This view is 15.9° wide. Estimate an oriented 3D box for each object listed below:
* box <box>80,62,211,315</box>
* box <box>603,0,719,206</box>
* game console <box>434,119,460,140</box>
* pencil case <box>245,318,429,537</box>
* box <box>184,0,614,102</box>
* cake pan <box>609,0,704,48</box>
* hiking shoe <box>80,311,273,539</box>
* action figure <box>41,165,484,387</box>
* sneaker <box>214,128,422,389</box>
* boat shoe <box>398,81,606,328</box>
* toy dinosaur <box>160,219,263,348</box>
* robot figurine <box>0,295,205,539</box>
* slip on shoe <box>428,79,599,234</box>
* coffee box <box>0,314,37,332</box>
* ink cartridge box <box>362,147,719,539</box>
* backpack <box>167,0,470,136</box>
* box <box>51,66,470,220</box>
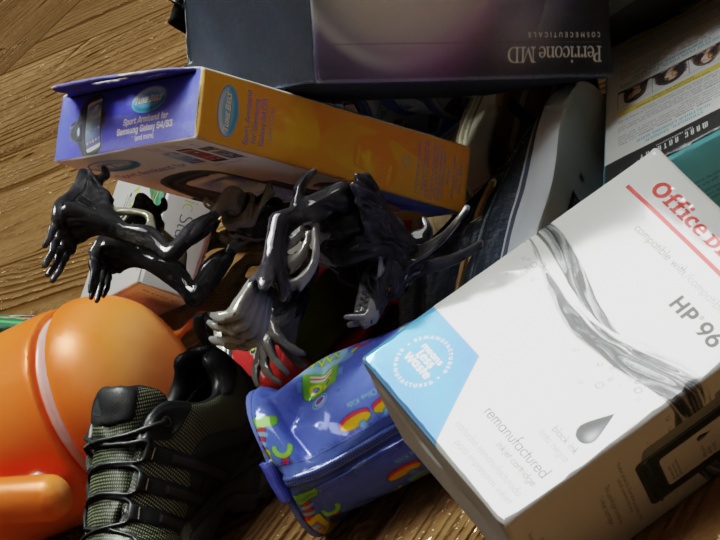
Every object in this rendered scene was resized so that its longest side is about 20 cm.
[{"bbox_3d":[-0.112,-0.044,1.484,0.200,0.036,0.145,160,128,-72],"label":"box"},{"bbox_3d":[0.176,-0.082,1.360,0.082,0.049,0.200,-27,20,17],"label":"box"},{"bbox_3d":[0.025,-0.072,1.630,0.200,0.118,0.171,-40,51,-18],"label":"game console"},{"bbox_3d":[0.041,0.051,1.202,0.200,0.078,0.087,-29,3,16],"label":"pencil case"},{"bbox_3d":[0.017,-0.189,1.320,0.200,0.199,0.123,-5,2,-37],"label":"box"},{"bbox_3d":[0.186,-0.168,1.447,0.200,0.037,0.200,-24,-9,-4],"label":"cake pan"},{"bbox_3d":[-0.115,0.110,1.274,0.076,0.101,0.200,-18,23,42],"label":"hiking shoe"},{"bbox_3d":[-0.045,0.002,1.249,0.200,0.119,0.102,5,71,18],"label":"action figure"},{"bbox_3d":[0.000,0.000,1.412,0.085,0.077,0.200,-12,38,52],"label":"sneaker"},{"bbox_3d":[0.077,-0.025,1.337,0.091,0.071,0.200,-20,26,29],"label":"boat shoe"},{"bbox_3d":[-0.098,0.023,1.531,0.200,0.058,0.101,-19,24,36],"label":"toy dinosaur"},{"bbox_3d":[-0.170,0.086,1.405,0.200,0.117,0.144,-25,-13,24],"label":"robot figurine"},{"bbox_3d":[0.085,-0.075,1.471,0.061,0.076,0.200,-35,21,33],"label":"slip on shoe"},{"bbox_3d":[-0.256,0.050,1.547,0.123,0.044,0.200,1,2,34],"label":"coffee box"},{"bbox_3d":[0.117,0.030,1.082,0.200,0.068,0.116,-36,50,-8],"label":"ink cartridge box"},{"bbox_3d":[0.007,-0.161,1.505,0.154,0.191,0.200,19,63,24],"label":"backpack"},{"bbox_3d":[-0.057,-0.060,1.293,0.119,0.200,0.042,-6,76,49],"label":"box"}]
